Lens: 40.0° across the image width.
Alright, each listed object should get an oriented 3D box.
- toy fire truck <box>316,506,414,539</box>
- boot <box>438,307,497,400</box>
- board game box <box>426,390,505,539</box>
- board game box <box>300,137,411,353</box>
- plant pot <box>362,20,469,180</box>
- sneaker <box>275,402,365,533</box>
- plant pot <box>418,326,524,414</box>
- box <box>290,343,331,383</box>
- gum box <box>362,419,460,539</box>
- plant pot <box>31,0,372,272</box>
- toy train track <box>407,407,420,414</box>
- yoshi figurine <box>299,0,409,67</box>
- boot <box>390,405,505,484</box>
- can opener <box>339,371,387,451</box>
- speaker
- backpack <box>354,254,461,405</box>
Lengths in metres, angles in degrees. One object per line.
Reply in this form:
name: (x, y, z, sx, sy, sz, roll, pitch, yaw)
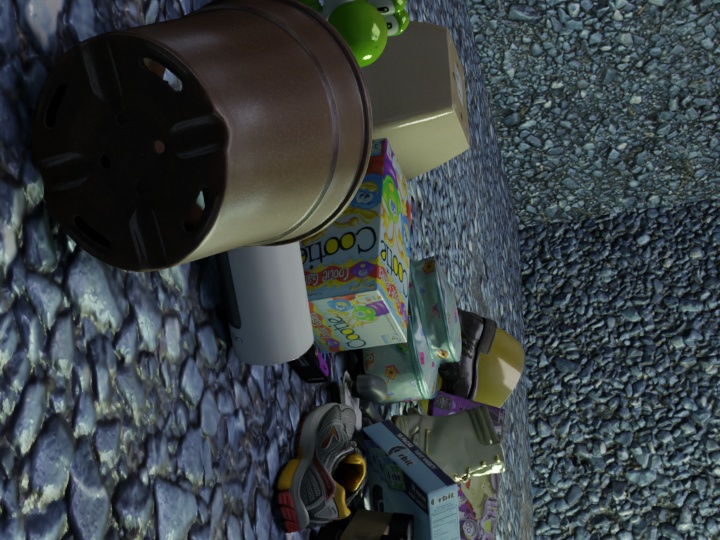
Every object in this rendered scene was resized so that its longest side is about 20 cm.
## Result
toy fire truck: (0.014, 0.388, 1.101, 0.176, 0.126, 0.204, -32, 125, -74)
boot: (0.104, 0.120, 1.509, 0.203, 0.172, 0.069, -68, -167, -13)
board game box: (0.144, 0.285, 1.425, 0.032, 0.118, 0.203, 124, -23, -63)
board game box: (-0.007, -0.028, 1.082, 0.105, 0.101, 0.203, 59, 29, -50)
plant pot: (0.063, -0.253, 1.467, 0.200, 0.174, 0.204, 49, 37, -64)
sneaker: (-0.028, 0.211, 1.070, 0.201, 0.081, 0.079, -69, 148, -63)
plant pot: (0.150, 0.144, 1.635, 0.142, 0.199, 0.201, 45, 30, -20)
box: (-0.073, 0.019, 1.085, 0.201, 0.035, 0.145, 58, 29, -55)
gum box: (0.064, 0.314, 1.223, 0.170, 0.044, 0.204, -144, -135, -58)
plant pot: (-0.116, -0.097, 0.709, 0.198, 0.197, 0.204, -33, 114, -65)
toy train track: (0.101, 0.302, 1.457, 0.115, 0.032, 0.204, 38, 42, -71)
yoshi figurine: (-0.052, -0.232, 0.968, 0.112, 0.196, 0.114, 44, 41, -67)
boot: (0.126, 0.288, 1.353, 0.072, 0.152, 0.203, 103, -21, -66)
can opener: (0.018, 0.190, 1.281, 0.201, 0.066, 0.054, 61, 26, -55)
speaker: (-0.093, -0.017, 0.897, 0.082, 0.080, 0.203, -70, 156, -61)
backpack: (0.060, 0.081, 1.348, 0.176, 0.150, 0.204, 53, 36, -72)
